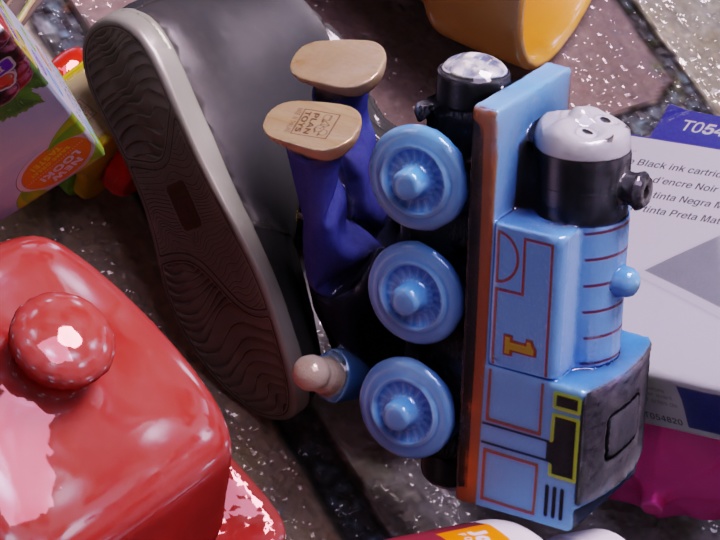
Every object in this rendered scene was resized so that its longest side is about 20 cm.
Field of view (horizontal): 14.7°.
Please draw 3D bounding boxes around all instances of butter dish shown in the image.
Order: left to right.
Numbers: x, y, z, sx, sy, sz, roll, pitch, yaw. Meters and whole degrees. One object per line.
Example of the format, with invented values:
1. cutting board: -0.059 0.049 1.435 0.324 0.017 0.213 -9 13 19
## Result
1. butter dish: -0.139 0.064 1.144 0.200 0.148 0.199 45 51 13

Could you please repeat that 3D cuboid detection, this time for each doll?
1. doll: 0.000 0.000 1.234 0.048 0.200 0.137 4 47 20

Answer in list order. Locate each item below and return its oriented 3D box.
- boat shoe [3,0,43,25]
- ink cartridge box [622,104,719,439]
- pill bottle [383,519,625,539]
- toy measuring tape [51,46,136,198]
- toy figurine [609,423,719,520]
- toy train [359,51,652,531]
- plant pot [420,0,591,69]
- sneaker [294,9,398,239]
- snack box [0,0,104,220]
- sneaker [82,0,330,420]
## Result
1. boat shoe: -0.200 -0.074 1.275 0.059 0.072 0.200 32 53 -18
2. ink cartridge box: 0.176 -0.010 1.267 0.199 0.041 0.200 11 49 34
3. pill bottle: 0.024 0.166 1.159 0.199 0.113 0.113 -9 59 -29
4. toy measuring tape: -0.145 -0.048 1.281 0.074 0.074 0.200 40 52 10
5. toy figurine: 0.170 0.035 1.322 0.184 0.150 0.200 -26 59 -25
6. toy train: 0.066 0.008 1.182 0.114 0.201 0.087 14 25 25
7. plant pot: 0.038 -0.227 1.430 0.183 0.201 0.200 21 47 14
8. sneaker: -0.006 -0.037 1.339 0.091 0.076 0.200 -37 68 -28
9. snack box: -0.216 -0.036 1.132 0.200 0.142 0.053 -32 70 0
10. sneaker: -0.041 -0.039 1.270 0.106 0.075 0.201 -28 103 -38
